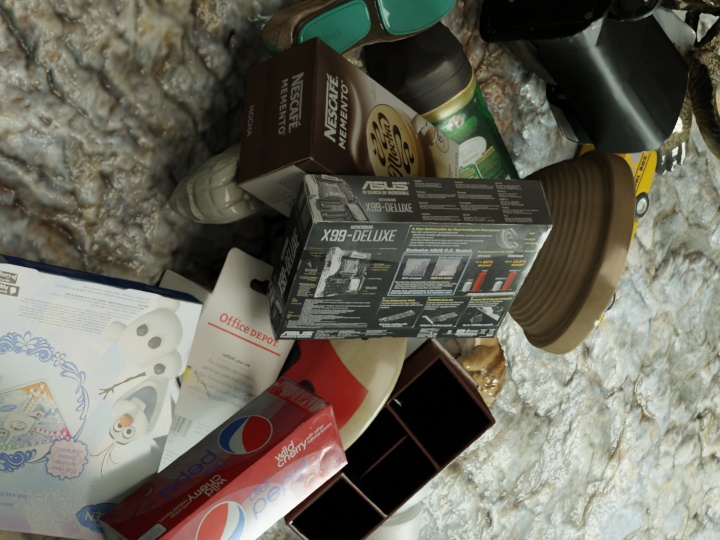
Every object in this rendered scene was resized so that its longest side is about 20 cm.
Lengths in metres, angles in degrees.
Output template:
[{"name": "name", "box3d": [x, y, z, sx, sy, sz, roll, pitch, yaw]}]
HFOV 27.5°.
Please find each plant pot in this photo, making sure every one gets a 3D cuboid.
[{"name": "plant pot", "box3d": [0.180, -0.028, 1.426, 0.092, 0.201, 0.203, 18, 94, -13]}]

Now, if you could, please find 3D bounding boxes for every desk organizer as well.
[{"name": "desk organizer", "box3d": [0.020, 0.161, 1.299, 0.200, 0.077, 0.072, -43, 112, 6]}]

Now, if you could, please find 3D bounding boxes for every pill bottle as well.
[{"name": "pill bottle", "box3d": [0.018, 0.159, 1.399, 0.109, 0.109, 0.203, -15, 116, -41]}]

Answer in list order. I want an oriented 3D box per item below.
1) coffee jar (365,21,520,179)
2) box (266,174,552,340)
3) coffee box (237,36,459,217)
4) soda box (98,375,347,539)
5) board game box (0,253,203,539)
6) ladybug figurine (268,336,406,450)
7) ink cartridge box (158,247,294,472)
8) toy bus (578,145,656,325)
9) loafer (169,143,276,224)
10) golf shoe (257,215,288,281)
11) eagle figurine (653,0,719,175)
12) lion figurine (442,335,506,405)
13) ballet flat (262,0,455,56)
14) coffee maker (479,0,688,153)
[{"name": "coffee jar", "box3d": [0.077, -0.132, 1.341, 0.085, 0.105, 0.201, -30, 131, 0]}, {"name": "box", "box3d": [0.035, -0.007, 1.177, 0.197, 0.050, 0.158, 0, 143, -16]}, {"name": "coffee box", "box3d": [-0.005, -0.087, 1.207, 0.199, 0.079, 0.114, 31, 53, -45]}, {"name": "soda box", "box3d": [-0.104, 0.173, 1.158, 0.199, 0.063, 0.071, -37, 129, -30]}, {"name": "board game box", "box3d": [-0.239, 0.098, 1.112, 0.198, 0.043, 0.201, 13, 96, -27]}, {"name": "ladybug figurine", "box3d": [-0.043, 0.100, 1.287, 0.072, 0.136, 0.200, 29, 115, -33]}, {"name": "ink cartridge box", "box3d": [-0.133, 0.080, 1.242, 0.116, 0.067, 0.202, 29, 86, -48]}, {"name": "toy bus", "box3d": [0.254, -0.047, 1.590, 0.078, 0.065, 0.202, 17, 94, -47]}, {"name": "loafer", "box3d": [-0.083, -0.081, 1.231, 0.199, 0.069, 0.071, -20, 101, -57]}, {"name": "golf shoe", "box3d": [0.000, 0.000, 1.327, 0.199, 0.094, 0.079, 1, 102, -48]}, {"name": "eagle figurine", "box3d": [0.355, -0.191, 1.555, 0.152, 0.149, 0.203, -43, 145, -78]}, {"name": "lion figurine", "box3d": [0.113, 0.044, 1.480, 0.122, 0.072, 0.203, -5, 105, -55]}, {"name": "ballet flat", "box3d": [-0.005, -0.222, 1.249, 0.199, 0.067, 0.069, -24, 115, -38]}, {"name": "coffee maker", "box3d": [0.235, -0.204, 1.403, 0.135, 0.192, 0.200, -53, 135, -4]}]
